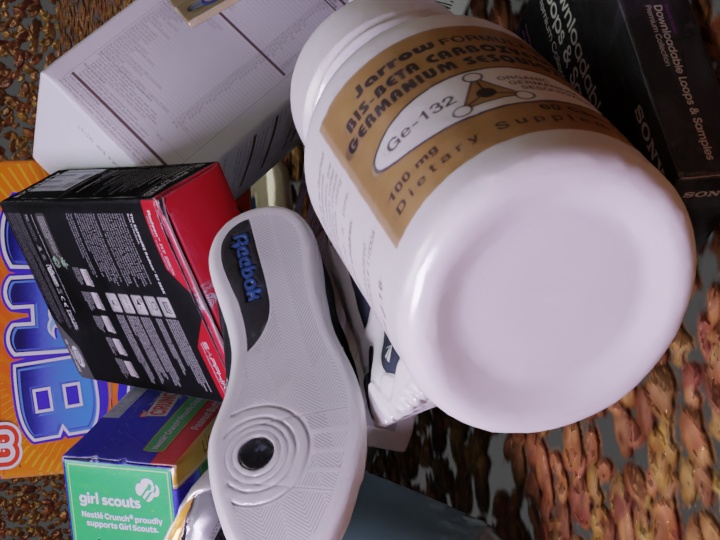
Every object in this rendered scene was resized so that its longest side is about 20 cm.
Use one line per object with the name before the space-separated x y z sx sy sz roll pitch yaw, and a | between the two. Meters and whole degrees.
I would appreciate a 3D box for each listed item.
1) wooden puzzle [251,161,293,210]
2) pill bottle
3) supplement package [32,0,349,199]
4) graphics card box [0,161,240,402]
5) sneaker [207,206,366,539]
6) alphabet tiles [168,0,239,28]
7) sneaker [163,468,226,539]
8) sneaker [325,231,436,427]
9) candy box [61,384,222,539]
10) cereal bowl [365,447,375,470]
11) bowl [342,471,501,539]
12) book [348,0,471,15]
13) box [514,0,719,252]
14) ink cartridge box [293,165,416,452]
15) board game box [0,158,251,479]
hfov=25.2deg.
wooden puzzle | -0.095 0.014 1.363 0.200 0.046 0.187 153 112 -73
pill bottle | 0.039 -0.036 0.636 0.200 0.113 0.115 -122 31 -56
supplement package | -0.092 -0.116 1.005 0.114 0.200 0.110 44 154 7
graphics card box | -0.123 0.006 0.916 0.199 0.051 0.126 1 119 53
sneaker | -0.025 0.076 0.768 0.112 0.072 0.201 70 -169 -50
alphabet tiles | -0.049 -0.211 0.955 0.008 0.166 0.200 61 176 -28
sneaker | -0.055 0.190 0.851 0.078 0.077 0.202 -45 -44 -51
sneaker | 0.025 0.001 0.758 0.199 0.079 0.131 70 -179 -84
candy box | -0.101 0.170 0.956 0.169 0.076 0.202 -48 -44 -66
cereal bowl | -0.040 0.096 1.129 0.200 0.082 0.202 176 90 -73
bowl | 0.027 0.199 0.815 0.201 0.104 0.203 0 -90 -75
book | 0.034 -0.148 0.808 0.200 0.048 0.135 116 165 -55
box | 0.097 -0.047 0.699 0.200 0.036 0.144 113 148 -57
ink cartridge box | 0.000 0.000 0.949 0.200 0.050 0.163 -143 68 -71
board game box | -0.187 0.031 1.122 0.200 0.198 0.202 172 95 -74
